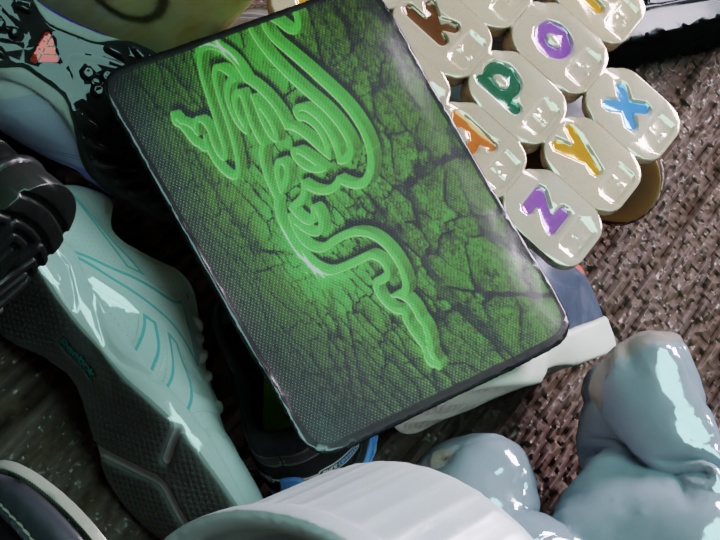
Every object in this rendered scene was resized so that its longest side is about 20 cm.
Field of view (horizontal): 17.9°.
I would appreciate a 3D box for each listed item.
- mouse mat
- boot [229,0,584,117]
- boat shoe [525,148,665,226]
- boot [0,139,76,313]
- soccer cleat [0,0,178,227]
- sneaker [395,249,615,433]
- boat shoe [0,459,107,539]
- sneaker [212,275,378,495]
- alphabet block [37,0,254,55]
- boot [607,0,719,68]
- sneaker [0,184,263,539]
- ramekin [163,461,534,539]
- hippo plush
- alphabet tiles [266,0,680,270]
[{"bbox_3d":[-0.008,-0.028,1.036,0.161,0.008,0.200,-24,77,-33],"label":"mouse mat"},{"bbox_3d":[0.032,-0.132,1.183,0.200,0.074,0.096,12,80,-8],"label":"boot"},{"bbox_3d":[0.081,-0.097,1.247,0.200,0.070,0.070,43,11,0],"label":"boat shoe"},{"bbox_3d":[-0.238,-0.009,0.953,0.158,0.079,0.211,40,77,20],"label":"boot"},{"bbox_3d":[-0.146,-0.085,1.073,0.200,0.073,0.068,33,70,-18],"label":"soccer cleat"},{"bbox_3d":[0.057,0.022,1.123,0.200,0.075,0.085,-15,82,-65],"label":"sneaker"},{"bbox_3d":[-0.122,0.174,0.943,0.063,0.073,0.200,-23,84,-44],"label":"boat shoe"},{"bbox_3d":[-0.026,0.008,1.057,0.083,0.071,0.200,55,31,-60],"label":"sneaker"},{"bbox_3d":[-0.106,-0.225,1.094,0.195,0.200,0.197,37,49,-11],"label":"alphabet block"},{"bbox_3d":[0.165,-0.211,1.357,0.200,0.076,0.168,-15,78,-33],"label":"boot"},{"bbox_3d":[-0.095,0.042,1.038,0.080,0.070,0.200,-32,85,-45],"label":"sneaker"},{"bbox_3d":[0.004,0.177,0.951,0.098,0.200,0.201,-25,80,-48],"label":"ramekin"},{"bbox_3d":[0.107,0.142,1.102,0.161,0.159,0.200,-20,59,-10],"label":"hippo plush"},{"bbox_3d":[0.056,-0.098,1.112,0.196,0.015,0.200,41,59,-2],"label":"alphabet tiles"}]
